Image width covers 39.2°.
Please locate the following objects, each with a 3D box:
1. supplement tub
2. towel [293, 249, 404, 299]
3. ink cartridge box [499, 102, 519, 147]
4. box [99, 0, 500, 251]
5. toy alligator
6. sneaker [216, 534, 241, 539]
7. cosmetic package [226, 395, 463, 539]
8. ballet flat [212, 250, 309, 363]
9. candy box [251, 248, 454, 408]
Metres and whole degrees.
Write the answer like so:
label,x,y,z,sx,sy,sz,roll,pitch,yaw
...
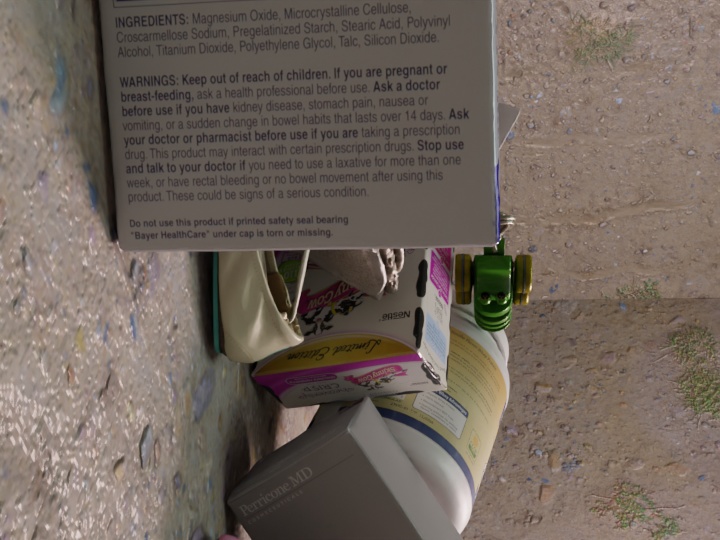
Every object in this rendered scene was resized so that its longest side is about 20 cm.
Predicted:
label,x,y,z,sx,sy,sz,roll,pitch,yaw
supplement tub,0.043,0.119,0.840,0.200,0.144,0.145,-59,150,-49
towel,-0.036,-0.071,0.662,0.034,0.132,0.200,-43,143,-28
ink cartridge box,0.064,-0.091,0.996,0.200,0.068,0.115,-61,-160,8
box,-0.024,-0.114,0.499,0.105,0.184,0.200,-49,138,-76
toy alligator,0.103,0.012,0.782,0.200,0.059,0.054,68,23,-73
sneaker,-0.044,0.252,0.644,0.079,0.095,0.200,-83,170,-55
cosmetic package,0.011,0.200,0.697,0.200,0.107,0.090,54,13,-4
ballet flat,-0.064,-0.039,0.630,0.069,0.069,0.200,-67,154,-71
candy box,0.000,0.000,0.786,0.061,0.136,0.200,51,36,-47
